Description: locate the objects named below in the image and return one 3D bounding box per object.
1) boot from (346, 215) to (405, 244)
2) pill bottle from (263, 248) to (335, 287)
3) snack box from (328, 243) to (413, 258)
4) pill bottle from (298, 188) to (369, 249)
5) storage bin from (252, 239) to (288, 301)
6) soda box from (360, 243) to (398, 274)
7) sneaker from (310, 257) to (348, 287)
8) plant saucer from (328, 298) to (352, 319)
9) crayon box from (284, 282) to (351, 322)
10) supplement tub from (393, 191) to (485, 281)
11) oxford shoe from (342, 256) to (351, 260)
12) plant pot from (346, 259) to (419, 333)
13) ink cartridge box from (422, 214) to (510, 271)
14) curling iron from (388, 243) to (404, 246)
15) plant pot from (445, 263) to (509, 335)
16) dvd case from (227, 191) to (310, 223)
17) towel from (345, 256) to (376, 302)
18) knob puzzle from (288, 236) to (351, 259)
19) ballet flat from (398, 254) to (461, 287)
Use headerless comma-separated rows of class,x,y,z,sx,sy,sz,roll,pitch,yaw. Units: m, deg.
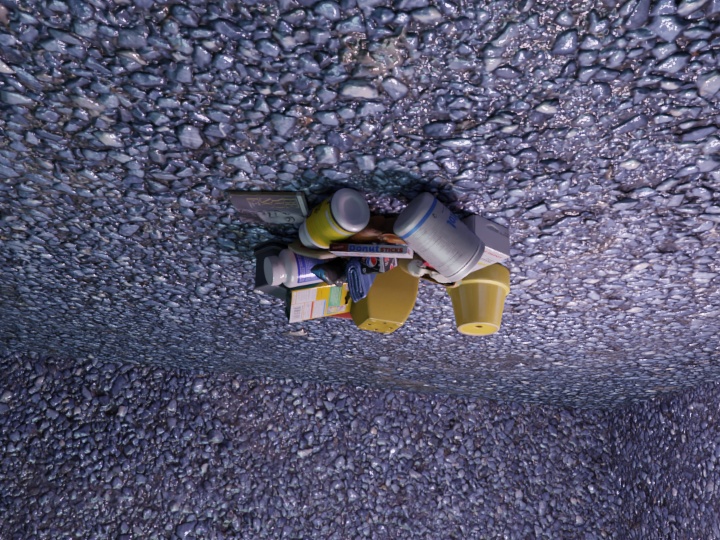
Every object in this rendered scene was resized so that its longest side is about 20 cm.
boot,0.062,-0.100,1.624,0.199,0.074,0.155,15,163,-29
pill bottle,-0.170,-0.013,1.721,0.199,0.112,0.112,-9,164,-26
snack box,0.026,-0.049,1.488,0.199,0.024,0.072,3,175,16
pill bottle,-0.074,-0.122,1.520,0.112,0.112,0.200,18,153,-31
storage bin,-0.225,0.010,1.829,0.145,0.135,0.200,-16,151,39
soda box,0.054,-0.034,1.653,0.063,0.071,0.200,-5,-174,15
sneaker,-0.076,-0.007,1.621,0.073,0.082,0.200,36,-175,10
plant saucer,-0.081,0.092,1.995,0.199,0.200,0.037,9,114,-11
crayon box,-0.124,0.081,1.811,0.199,0.052,0.126,-8,131,-23
supplement tub,0.191,-0.083,1.465,0.200,0.132,0.132,39,146,-14
oxford shoe,-0.056,-0.019,1.809,0.071,0.074,0.200,7,158,-14
plant pot,0.064,0.083,1.874,0.194,0.201,0.196,11,157,-17
ink cartridge box,0.287,-0.063,1.641,0.145,0.083,0.200,19,153,-31
curling iron,0.095,-0.052,1.608,0.049,0.026,0.200,5,179,7
plant pot,0.366,0.094,1.868,0.200,0.190,0.201,3,156,1
dvd case,-0.231,-0.163,1.571,0.199,0.016,0.149,1,157,6
towel,0.000,0.000,1.655,0.048,0.112,0.200,-5,-162,15
knob puzzle,-0.100,-0.054,1.639,0.219,0.031,0.220,1,-164,0
ballet flat,0.202,0.000,1.771,0.199,0.069,0.063,17,-165,14
